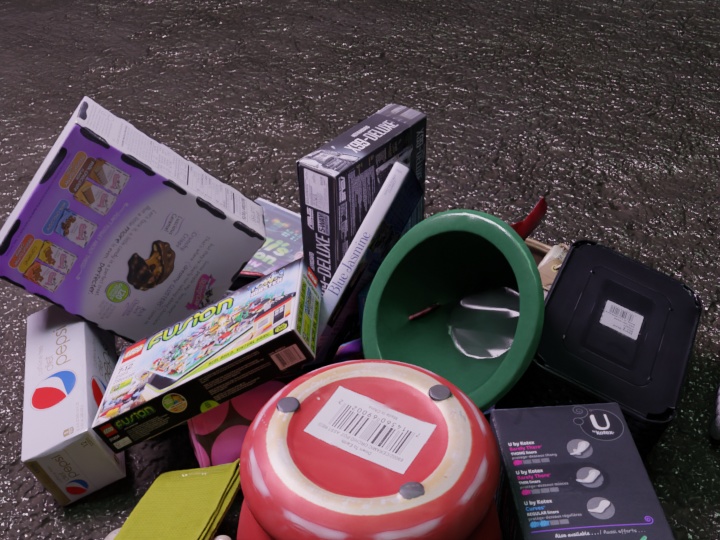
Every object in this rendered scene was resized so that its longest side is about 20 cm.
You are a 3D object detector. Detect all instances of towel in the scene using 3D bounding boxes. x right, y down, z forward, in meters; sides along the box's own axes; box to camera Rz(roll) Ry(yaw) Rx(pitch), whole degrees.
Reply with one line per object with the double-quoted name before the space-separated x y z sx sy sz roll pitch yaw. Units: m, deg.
"towel" -0.152 0.201 0.666 0.085 0.018 0.200 -9 20 17

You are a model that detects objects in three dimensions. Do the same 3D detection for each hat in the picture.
"hat" 0.122 0.040 0.810 0.166 0.201 0.175 44 16 33

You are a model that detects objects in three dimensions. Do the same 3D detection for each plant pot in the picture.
"plant pot" 0.004 0.182 0.657 0.197 0.184 0.202 -2 37 1

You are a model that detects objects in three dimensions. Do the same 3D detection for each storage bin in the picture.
"storage bin" 0.220 0.078 0.844 0.134 0.094 0.200 26 42 11

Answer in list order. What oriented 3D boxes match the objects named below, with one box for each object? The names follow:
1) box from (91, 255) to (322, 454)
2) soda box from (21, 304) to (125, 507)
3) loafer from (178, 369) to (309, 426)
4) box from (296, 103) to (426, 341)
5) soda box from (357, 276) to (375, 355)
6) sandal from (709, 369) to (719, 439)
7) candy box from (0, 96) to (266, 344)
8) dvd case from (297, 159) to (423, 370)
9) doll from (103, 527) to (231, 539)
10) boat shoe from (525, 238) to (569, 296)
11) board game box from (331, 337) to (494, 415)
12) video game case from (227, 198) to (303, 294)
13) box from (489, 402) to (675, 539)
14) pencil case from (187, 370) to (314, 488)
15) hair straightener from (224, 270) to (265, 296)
"box" -0.126 0.071 0.778 0.198 0.035 0.111 -27 28 16
"soda box" -0.263 0.111 0.843 0.063 0.069 0.201 -25 38 0
"loafer" -0.136 0.085 0.884 0.198 0.073 0.073 -24 42 -27
"box" 0.006 -0.050 0.958 0.049 0.202 0.157 22 42 30
"soda box" 0.065 0.018 0.930 0.067 0.065 0.200 5 24 22
"sandal" 0.377 0.086 0.877 0.059 0.080 0.207 15 47 20
"candy box" -0.214 -0.031 0.861 0.199 0.168 0.072 31 21 -24
"dvd case" 0.000 0.000 0.859 0.017 0.202 0.143 28 1 9
"doll" -0.144 0.240 0.656 0.136 0.049 0.199 -45 28 -13
"boat shoe" 0.205 0.005 0.993 0.198 0.067 0.074 18 39 24
"board game box" 0.067 0.085 0.907 0.198 0.039 0.158 -18 39 -23
"video game case" -0.103 -0.008 1.057 0.198 0.024 0.181 23 42 30
"box" 0.157 0.209 0.663 0.104 0.123 0.201 -3 36 -3
"pencil case" -0.048 0.137 0.800 0.197 0.095 0.091 -9 11 -5
"hair straightener" -0.194 0.027 0.976 0.197 0.041 0.078 10 58 18
